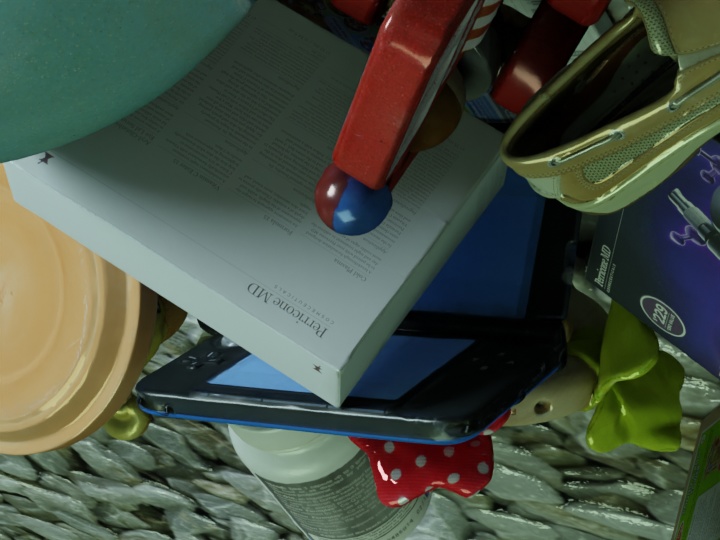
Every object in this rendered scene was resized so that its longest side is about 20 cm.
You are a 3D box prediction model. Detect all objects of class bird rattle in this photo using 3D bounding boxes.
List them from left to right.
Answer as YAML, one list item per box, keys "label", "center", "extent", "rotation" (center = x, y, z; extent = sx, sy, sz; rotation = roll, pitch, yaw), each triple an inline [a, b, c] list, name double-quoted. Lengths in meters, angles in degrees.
- label: "bird rattle"
  center: [0.084, 0.060, 1.094]
  extent: [0.200, 0.163, 0.113]
  rotation: [-18, 119, -7]

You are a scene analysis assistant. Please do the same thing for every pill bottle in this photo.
- label: "pill bottle"
  center: [-0.027, 0.119, 1.376]
  extent: [0.114, 0.114, 0.200]
  rotation: [7, 152, 25]

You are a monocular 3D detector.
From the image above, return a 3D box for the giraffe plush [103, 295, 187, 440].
- label: "giraffe plush"
  center: [-0.174, 0.009, 1.138]
  extent: [0.162, 0.200, 0.173]
  rotation: [17, 156, 40]

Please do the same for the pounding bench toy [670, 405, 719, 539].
- label: "pounding bench toy"
  center: [0.285, 0.190, 1.197]
  extent: [0.156, 0.200, 0.124]
  rotation: [22, 154, -3]

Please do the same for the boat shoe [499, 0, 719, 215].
- label: "boat shoe"
  center: [0.140, -0.097, 0.789]
  extent: [0.200, 0.072, 0.076]
  rotation: [-45, 143, 23]

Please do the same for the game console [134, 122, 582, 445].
- label: "game console"
  center: [0.000, 0.000, 0.980]
  extent: [0.200, 0.171, 0.118]
  rotation: [2, 109, 31]

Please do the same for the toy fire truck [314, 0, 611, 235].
- label: "toy fire truck"
  center: [0.032, -0.101, 0.816]
  extent: [0.112, 0.168, 0.200]
  rotation: [32, 151, 2]

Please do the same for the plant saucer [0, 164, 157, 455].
- label: "plant saucer"
  center: [-0.201, 0.005, 1.065]
  extent: [0.200, 0.201, 0.032]
  rotation: [3, -174, 31]

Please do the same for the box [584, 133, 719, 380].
- label: "box"
  center: [0.194, -0.024, 0.932]
  extent: [0.141, 0.079, 0.200]
  rotation: [41, 160, 19]

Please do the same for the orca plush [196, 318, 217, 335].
- label: "orca plush"
  center: [-0.049, -0.001, 1.208]
  extent: [0.200, 0.105, 0.071]
  rotation: [20, 122, 36]

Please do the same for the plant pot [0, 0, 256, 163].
- label: "plant pot"
  center: [-0.119, -0.154, 0.848]
  extent: [0.135, 0.200, 0.200]
  rotation: [-7, 149, 7]

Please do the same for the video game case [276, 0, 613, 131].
- label: "video game case"
  center: [0.042, -0.111, 0.988]
  extent: [0.200, 0.018, 0.143]
  rotation: [2, 150, 32]

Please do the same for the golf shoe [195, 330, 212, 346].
- label: "golf shoe"
  center: [-0.008, 0.059, 1.250]
  extent: [0.200, 0.092, 0.073]
  rotation: [12, 148, -7]

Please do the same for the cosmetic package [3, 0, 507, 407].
- label: "cosmetic package"
  center: [-0.050, -0.049, 0.938]
  extent: [0.200, 0.151, 0.052]
  rotation: [32, 155, 14]
